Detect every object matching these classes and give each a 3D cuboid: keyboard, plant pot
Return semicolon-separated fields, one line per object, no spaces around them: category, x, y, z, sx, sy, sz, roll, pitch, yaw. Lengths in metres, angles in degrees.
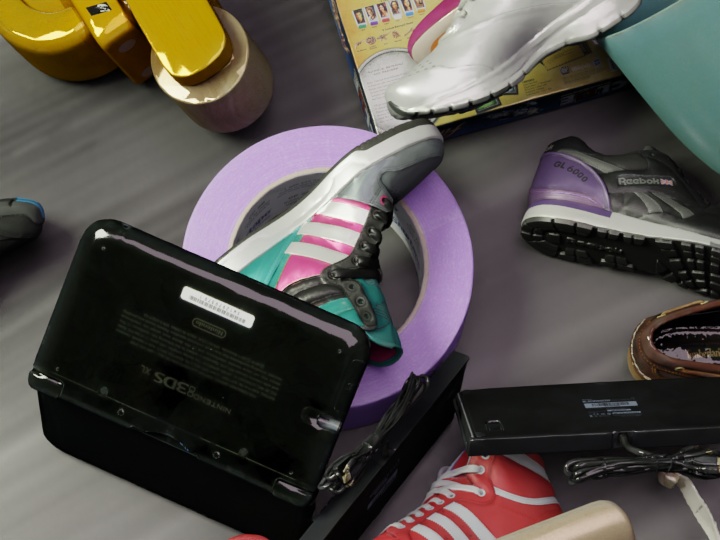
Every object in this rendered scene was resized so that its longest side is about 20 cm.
keyboard;0.010;0.124;1.474;0.021;0.128;0.200;30;55;15
keyboard;0.166;0.106;1.469;0.198;0.127;0.021;-3;113;-5
plant pot;0.288;-0.150;1.561;0.200;0.200;0.161;-37;98;-12

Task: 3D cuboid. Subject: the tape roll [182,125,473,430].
tape roll;-0.023;0.005;1.567;0.198;0.066;0.202;1;73;-2

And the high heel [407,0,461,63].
high heel;0.111;-0.218;1.616;0.199;0.067;0.096;-32;46;2

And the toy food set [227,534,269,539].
toy food set;-0.066;0.278;1.489;0.198;0.049;0.199;16;73;4

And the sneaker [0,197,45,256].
sneaker;-0.303;0.011;1.562;0.199;0.073;0.082;-24;91;-3

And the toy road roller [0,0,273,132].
toy road roller;-0.167;-0.169;1.592;0.145;0.123;0.201;-34;74;3

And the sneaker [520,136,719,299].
sneaker;0.217;-0.044;1.588;0.198;0.076;0.088;15;67;3

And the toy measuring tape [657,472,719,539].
toy measuring tape;0.231;0.228;1.505;0.073;0.074;0.201;-27;75;-10

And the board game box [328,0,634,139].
board game box;0.088;-0.173;1.641;0.198;0.035;0.136;-15;74;-6

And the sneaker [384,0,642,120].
sneaker;0.094;-0.168;1.539;0.199;0.074;0.087;-34;99;-16

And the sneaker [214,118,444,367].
sneaker;0.000;0.000;1.490;0.200;0.084;0.121;-39;73;-5

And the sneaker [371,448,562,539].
sneaker;0.048;0.163;1.492;0.199;0.071;0.113;1;61;-31

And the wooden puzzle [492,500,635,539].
wooden puzzle;0.098;0.254;1.463;0.184;0.046;0.201;-20;118;-8

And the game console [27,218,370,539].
game console;-0.103;0.078;1.481;0.199;0.116;0.177;23;97;7

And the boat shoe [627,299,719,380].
boat shoe;0.284;0.049;1.561;0.198;0.070;0.071;-8;72;-6
